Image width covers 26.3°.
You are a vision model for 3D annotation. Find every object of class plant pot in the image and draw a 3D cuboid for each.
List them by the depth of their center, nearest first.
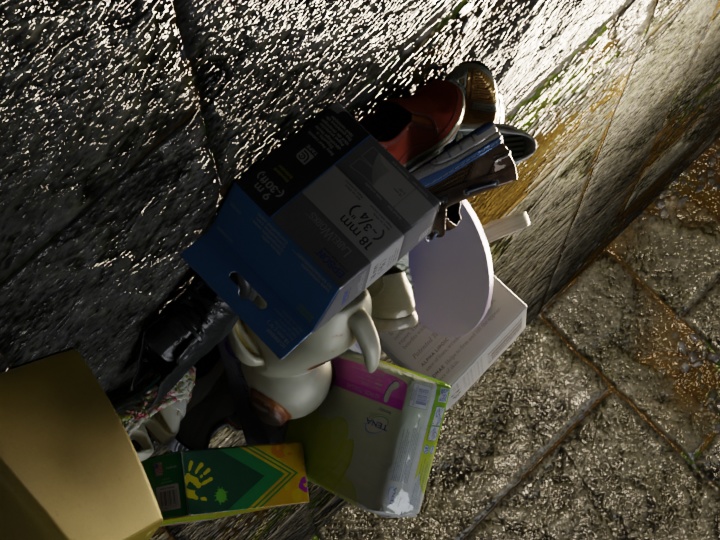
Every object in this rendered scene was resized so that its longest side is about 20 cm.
[{"bbox_3d":[-0.296,0.216,1.340,0.200,0.176,0.200,-50,166,23],"label":"plant pot"}]

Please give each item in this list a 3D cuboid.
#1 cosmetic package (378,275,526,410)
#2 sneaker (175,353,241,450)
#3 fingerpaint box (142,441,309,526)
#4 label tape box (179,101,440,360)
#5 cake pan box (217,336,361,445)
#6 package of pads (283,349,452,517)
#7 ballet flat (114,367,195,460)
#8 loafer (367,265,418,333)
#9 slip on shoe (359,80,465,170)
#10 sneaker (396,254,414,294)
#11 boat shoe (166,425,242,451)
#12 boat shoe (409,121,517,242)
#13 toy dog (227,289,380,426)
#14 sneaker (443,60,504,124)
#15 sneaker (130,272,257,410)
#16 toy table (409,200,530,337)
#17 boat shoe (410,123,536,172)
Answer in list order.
[{"bbox_3d":[0.093,0.051,2.018,0.165,0.200,0.165,-46,167,-4],"label":"cosmetic package"},{"bbox_3d":[-0.142,0.132,1.798,0.200,0.079,0.074,-45,166,-11],"label":"sneaker"},{"bbox_3d":[-0.184,0.239,1.707,0.166,0.074,0.199,1,167,-41],"label":"fingerpaint box"},{"bbox_3d":[-0.046,-0.039,1.420,0.200,0.144,0.063,-41,167,-22],"label":"label tape box"},{"bbox_3d":[-0.071,0.102,1.777,0.184,0.052,0.201,-36,125,-38],"label":"cake pan box"},{"bbox_3d":[0.000,0.174,1.687,0.068,0.199,0.156,13,91,-39],"label":"package of pads"},{"bbox_3d":[-0.231,0.163,1.608,0.200,0.064,0.076,-33,167,-47],"label":"ballet flat"},{"bbox_3d":[0.000,0.000,1.663,0.075,0.200,0.069,-10,117,-33],"label":"loafer"},{"bbox_3d":[0.045,-0.149,1.562,0.200,0.074,0.062,-41,136,-42],"label":"slip on shoe"},{"bbox_3d":[0.015,-0.041,1.780,0.069,0.099,0.201,-10,118,-30],"label":"sneaker"},{"bbox_3d":[-0.151,0.157,1.872,0.200,0.066,0.070,-45,167,-3],"label":"boat shoe"},{"bbox_3d":[0.068,-0.068,1.552,0.199,0.073,0.072,-32,-178,29],"label":"boat shoe"},{"bbox_3d":[-0.062,0.067,1.617,0.140,0.193,0.201,-46,162,-44],"label":"toy dog"},{"bbox_3d":[0.124,-0.185,1.725,0.200,0.075,0.088,86,20,-62],"label":"sneaker"},{"bbox_3d":[-0.166,0.052,1.511,0.104,0.060,0.200,-38,166,-36],"label":"sneaker"},{"bbox_3d":[0.106,-0.030,1.862,0.183,0.201,0.117,-5,-168,21],"label":"toy table"},{"bbox_3d":[0.090,-0.126,1.620,0.199,0.074,0.067,-15,-174,-19],"label":"boat shoe"}]
